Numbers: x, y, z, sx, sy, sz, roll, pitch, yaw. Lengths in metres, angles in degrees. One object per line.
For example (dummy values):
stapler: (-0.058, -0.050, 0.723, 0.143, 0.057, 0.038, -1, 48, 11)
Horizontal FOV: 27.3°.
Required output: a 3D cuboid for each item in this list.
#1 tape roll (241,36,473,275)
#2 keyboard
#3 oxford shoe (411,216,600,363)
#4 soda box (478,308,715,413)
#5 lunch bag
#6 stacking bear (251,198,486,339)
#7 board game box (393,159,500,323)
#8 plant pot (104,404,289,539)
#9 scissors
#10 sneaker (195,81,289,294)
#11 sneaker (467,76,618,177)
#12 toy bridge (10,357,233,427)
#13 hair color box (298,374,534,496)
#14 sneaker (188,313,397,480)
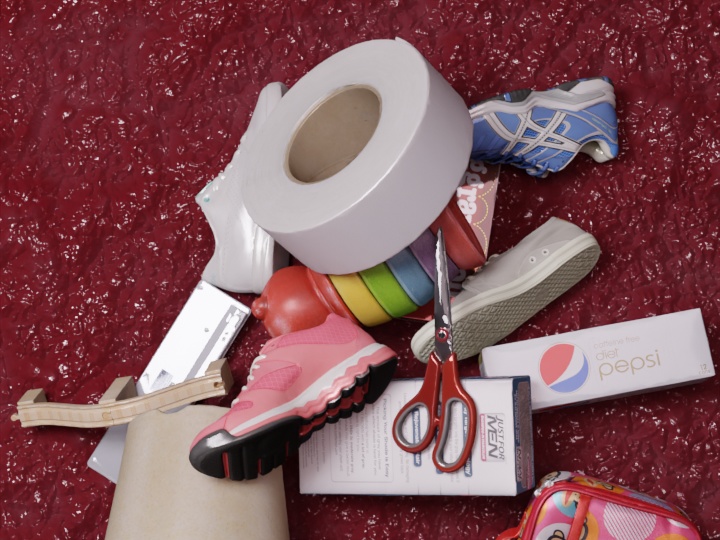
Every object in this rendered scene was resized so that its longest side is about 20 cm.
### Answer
tape roll: (-0.004, -0.098, 1.261, 0.202, 0.071, 0.203, -27, 42, 27)
keyboard: (-0.175, 0.107, 1.356, 0.056, 0.011, 0.200, 31, 87, 13)
oxford shoe: (0.125, 0.018, 1.338, 0.200, 0.075, 0.058, -34, 59, -13)
soda box: (0.209, 0.085, 1.327, 0.200, 0.068, 0.064, -11, 80, 0)
lunch bag: (0.185, 0.276, 1.268, 0.176, 0.082, 0.200, 17, 94, 1)
stacking bear: (0.000, 0.000, 1.313, 0.200, 0.121, 0.114, -32, 44, 8)
board game box: (0.073, -0.049, 1.384, 0.103, 0.019, 0.200, 8, 79, 2)
plant pot: (-0.138, 0.220, 1.263, 0.200, 0.200, 0.184, 0, 67, 2)
scissors: (0.076, 0.067, 1.239, 0.073, 0.014, 0.200, 13, 92, 25)
sneaker: (-0.109, -0.079, 1.373, 0.088, 0.075, 0.200, 4, 80, 15)
sneaker: (0.153, -0.123, 1.353, 0.200, 0.076, 0.077, -14, 86, -17)
toy bridge: (-0.217, 0.117, 1.320, 0.200, 0.067, 0.027, -10, 105, 8)
hair color box: (0.047, 0.143, 1.286, 0.200, 0.061, 0.100, -3, 87, 23)
sneaker: (-0.068, 0.102, 1.228, 0.200, 0.074, 0.087, -28, 59, -28)
